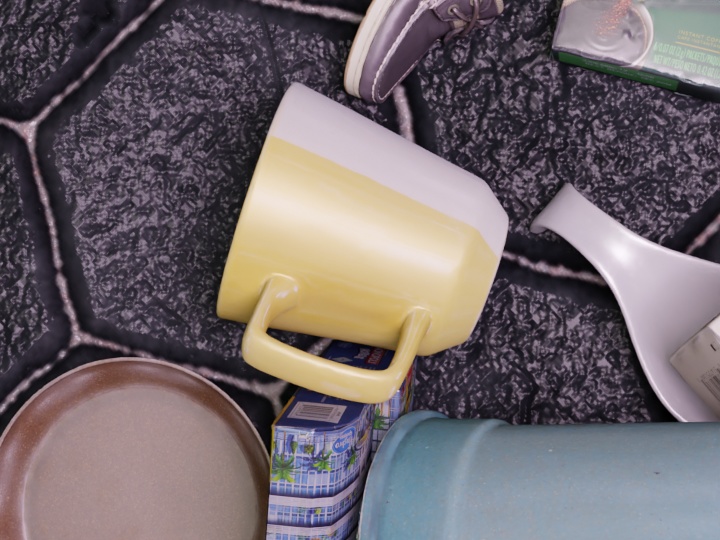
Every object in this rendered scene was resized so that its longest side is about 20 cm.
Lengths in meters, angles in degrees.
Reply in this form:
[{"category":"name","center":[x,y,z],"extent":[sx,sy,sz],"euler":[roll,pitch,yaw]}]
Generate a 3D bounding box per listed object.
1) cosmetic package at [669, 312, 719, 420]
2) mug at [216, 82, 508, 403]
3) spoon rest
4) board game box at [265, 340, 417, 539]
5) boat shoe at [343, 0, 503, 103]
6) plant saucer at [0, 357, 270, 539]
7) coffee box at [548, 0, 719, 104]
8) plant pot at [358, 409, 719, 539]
[{"category":"cosmetic package","center":[0.278,0.006,0.756],"extent":[0.200,0.105,0.071],"euler":[-39,78,-8]},{"category":"mug","center":[0.001,-0.003,0.819],"extent":[0.152,0.149,0.188],"euler":[19,73,-2]},{"category":"spoon rest","center":[0.188,0.020,0.826],"extent":[0.200,0.061,0.099],"euler":[41,92,14]},{"category":"board game box","center":[-0.012,0.163,0.805],"extent":[0.061,0.200,0.202],"euler":[5,101,8]},{"category":"boat shoe","center":[0.065,-0.186,0.859],"extent":[0.065,0.072,0.201],"euler":[35,85,12]},{"category":"plant saucer","center":[-0.148,0.158,0.880],"extent":[0.198,0.032,0.202],"euler":[0,86,6]},{"category":"coffee box","center":[0.202,-0.219,0.857],"extent":[0.122,0.044,0.201],"euler":[16,88,8]},{"category":"plant pot","center":[0.129,0.166,0.735],"extent":[0.195,0.200,0.202],"euler":[-11,85,27]}]
